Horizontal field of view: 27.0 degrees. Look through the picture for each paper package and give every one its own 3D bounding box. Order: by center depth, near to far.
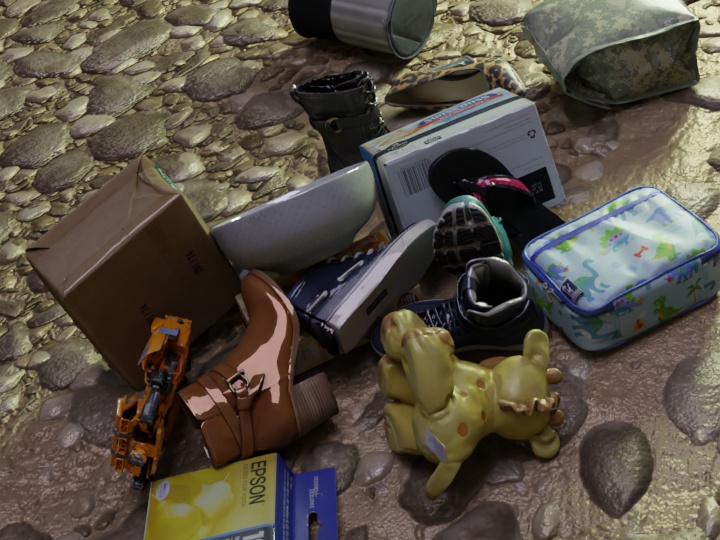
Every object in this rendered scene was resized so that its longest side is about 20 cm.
[{"bbox_3d":[-0.255,0.004,1.741,0.190,0.201,0.103,-41,48,-9],"label":"paper package"}]

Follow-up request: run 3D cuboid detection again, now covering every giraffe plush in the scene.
[{"bbox_3d":[0.122,0.128,1.549,0.161,0.174,0.200,-10,34,-18],"label":"giraffe plush"}]

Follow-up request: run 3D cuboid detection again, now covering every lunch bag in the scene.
[{"bbox_3d":[0.290,-0.006,1.680,0.198,0.083,0.161,-24,39,-12],"label":"lunch bag"},{"bbox_3d":[0.325,-0.300,1.968,0.198,0.118,0.165,-15,41,-5],"label":"lunch bag"}]

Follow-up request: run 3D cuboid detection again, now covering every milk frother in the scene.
[{"bbox_3d":[0.010,-0.430,2.158,0.187,0.201,0.181,17,47,33],"label":"milk frother"}]

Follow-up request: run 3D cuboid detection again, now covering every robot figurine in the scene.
[{"bbox_3d":[-0.229,0.146,1.648,0.058,0.146,0.201,13,32,1],"label":"robot figurine"}]

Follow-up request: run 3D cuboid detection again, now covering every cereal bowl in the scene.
[{"bbox_3d":[-0.067,-0.050,1.725,0.198,0.084,0.200,-23,4,2],"label":"cereal bowl"}]

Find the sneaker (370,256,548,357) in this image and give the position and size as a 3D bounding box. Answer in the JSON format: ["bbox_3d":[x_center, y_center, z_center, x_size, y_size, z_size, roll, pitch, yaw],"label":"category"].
[{"bbox_3d":[0.097,0.043,1.636,0.200,0.146,0.078,-8,67,11],"label":"sneaker"}]

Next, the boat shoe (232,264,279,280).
[{"bbox_3d":[-0.087,-0.042,1.858,0.199,0.071,0.064,-38,46,-20],"label":"boat shoe"}]

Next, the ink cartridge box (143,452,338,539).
[{"bbox_3d":[-0.123,0.265,1.524,0.198,0.047,0.198,-16,27,6],"label":"ink cartridge box"}]

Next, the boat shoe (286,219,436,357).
[{"bbox_3d":[0.000,0.000,1.693,0.092,0.075,0.200,30,61,30],"label":"boat shoe"}]

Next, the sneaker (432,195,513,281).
[{"bbox_3d":[0.129,-0.031,1.670,0.077,0.200,0.080,-5,62,16],"label":"sneaker"}]

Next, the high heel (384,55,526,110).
[{"bbox_3d":[0.125,-0.232,1.987,0.142,0.072,0.200,-23,24,-17],"label":"high heel"}]

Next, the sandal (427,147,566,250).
[{"bbox_3d":[0.168,-0.075,1.724,0.075,0.199,0.045,-56,16,4],"label":"sandal"}]

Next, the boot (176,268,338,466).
[{"bbox_3d":[-0.131,0.107,1.640,0.154,0.077,0.201,-22,75,-15],"label":"boot"}]

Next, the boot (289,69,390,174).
[{"bbox_3d":[0.021,-0.175,1.888,0.198,0.175,0.070,-4,42,15],"label":"boot"}]

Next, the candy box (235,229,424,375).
[{"bbox_3d":[-0.035,0.041,1.758,0.198,0.056,0.116,-24,44,-8],"label":"candy box"}]

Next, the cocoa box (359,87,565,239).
[{"bbox_3d":[0.120,-0.117,1.799,0.198,0.134,0.131,-23,19,-7],"label":"cocoa box"}]
